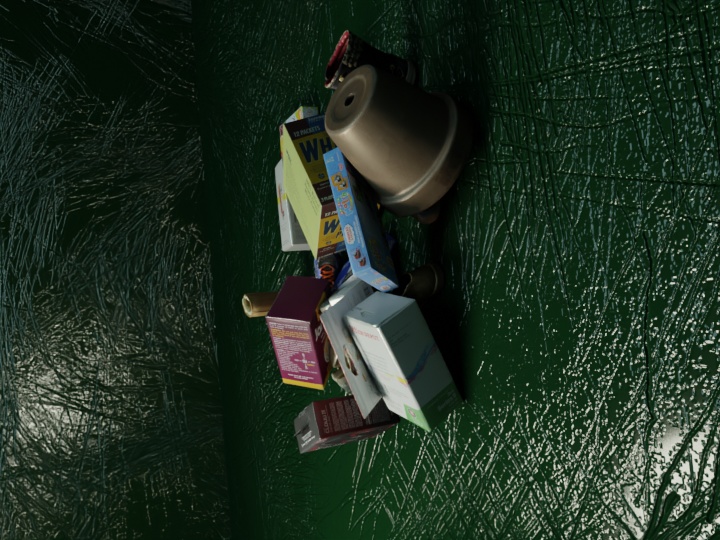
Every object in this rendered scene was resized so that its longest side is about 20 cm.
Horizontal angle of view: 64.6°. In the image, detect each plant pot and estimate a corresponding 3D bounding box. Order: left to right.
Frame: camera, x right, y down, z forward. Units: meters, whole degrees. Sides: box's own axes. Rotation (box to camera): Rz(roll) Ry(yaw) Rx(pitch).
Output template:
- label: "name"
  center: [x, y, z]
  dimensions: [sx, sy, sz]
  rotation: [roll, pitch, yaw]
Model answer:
- label: "plant pot"
  center: [0.043, -0.208, 0.859]
  dimensions: [0.198, 0.173, 0.204]
  rotation: [-28, 49, 37]

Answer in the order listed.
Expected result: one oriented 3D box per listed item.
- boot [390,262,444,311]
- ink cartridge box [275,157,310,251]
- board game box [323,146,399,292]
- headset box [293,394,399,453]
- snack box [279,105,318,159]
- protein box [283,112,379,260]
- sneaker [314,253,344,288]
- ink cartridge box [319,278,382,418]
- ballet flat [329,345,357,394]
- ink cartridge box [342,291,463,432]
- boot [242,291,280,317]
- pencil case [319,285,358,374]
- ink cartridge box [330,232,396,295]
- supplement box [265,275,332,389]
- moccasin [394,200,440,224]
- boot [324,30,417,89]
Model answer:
- label: "boot"
  center: [0.076, 0.055, 1.027]
  dimensions: [0.075, 0.074, 0.201]
  rotation: [66, 152, 27]
- label: "ink cartridge box"
  center: [-0.116, -0.155, 1.335]
  dimensions: [0.083, 0.142, 0.206]
  rotation: [161, 104, -66]
- label: "board game box"
  center: [0.004, -0.077, 0.922]
  dimensions: [0.151, 0.036, 0.204]
  rotation: [33, -140, -67]
- label: "headset box"
  center: [-0.041, 0.312, 1.175]
  dimensions: [0.149, 0.196, 0.077]
  rotation: [-51, 49, 54]
- label: "snack box"
  center: [-0.162, -0.336, 1.513]
  dimensions: [0.199, 0.052, 0.146]
  rotation: [176, 89, -65]
- label: "protein box"
  center: [-0.061, -0.170, 1.142]
  dimensions: [0.201, 0.132, 0.202]
  rotation: [104, 143, -62]
- label: "sneaker"
  center: [-0.073, 0.039, 1.333]
  dimensions: [0.079, 0.073, 0.205]
  rotation: [-92, -1, -68]
- label: "ink cartridge box"
  center: [-0.003, 0.138, 1.034]
  dimensions: [0.043, 0.173, 0.204]
  rotation: [-16, 102, 36]
- label: "ballet flat"
  center: [-0.037, 0.203, 1.240]
  dimensions: [0.075, 0.063, 0.204]
  rotation: [25, 131, 46]
- label: "ink cartridge box"
  center: [0.068, 0.146, 0.955]
  dimensions: [0.203, 0.087, 0.145]
  rotation: [62, 160, -15]
- label: "boot"
  center: [-0.222, 0.070, 1.533]
  dimensions: [0.174, 0.195, 0.068]
  rotation: [-155, 64, -62]
- label: "pencil case"
  center: [-0.009, 0.129, 1.136]
  dimensions: [0.203, 0.077, 0.089]
  rotation: [62, 166, -12]
- label: "ink cartridge box"
  center: [0.000, 0.000, 1.167]
  dimensions: [0.095, 0.044, 0.200]
  rotation: [-63, 10, -28]
- label: "supplement box"
  center: [-0.116, 0.132, 1.210]
  dimensions: [0.132, 0.101, 0.203]
  rotation: [-66, -24, -46]
- label: "moccasin"
  center: [0.083, -0.138, 0.984]
  dimensions: [0.202, 0.072, 0.079]
  rotation: [-125, 18, -48]
- label: "boot"
  center: [0.005, -0.293, 0.983]
  dimensions: [0.073, 0.148, 0.204]
  rotation: [29, 99, 58]
